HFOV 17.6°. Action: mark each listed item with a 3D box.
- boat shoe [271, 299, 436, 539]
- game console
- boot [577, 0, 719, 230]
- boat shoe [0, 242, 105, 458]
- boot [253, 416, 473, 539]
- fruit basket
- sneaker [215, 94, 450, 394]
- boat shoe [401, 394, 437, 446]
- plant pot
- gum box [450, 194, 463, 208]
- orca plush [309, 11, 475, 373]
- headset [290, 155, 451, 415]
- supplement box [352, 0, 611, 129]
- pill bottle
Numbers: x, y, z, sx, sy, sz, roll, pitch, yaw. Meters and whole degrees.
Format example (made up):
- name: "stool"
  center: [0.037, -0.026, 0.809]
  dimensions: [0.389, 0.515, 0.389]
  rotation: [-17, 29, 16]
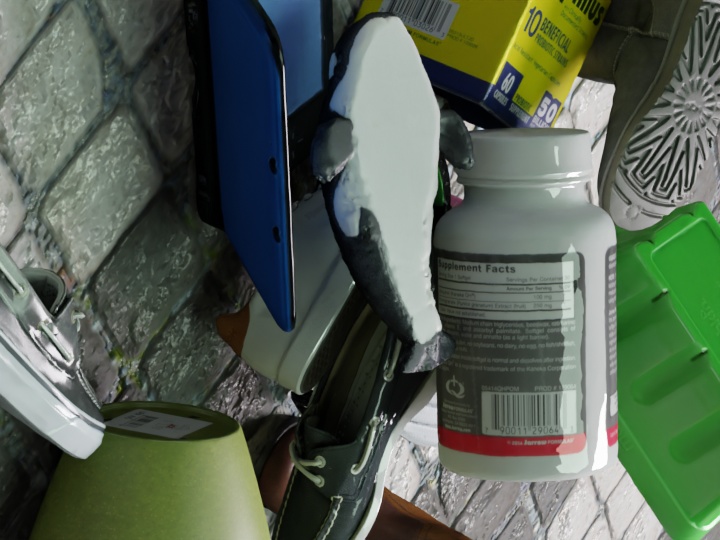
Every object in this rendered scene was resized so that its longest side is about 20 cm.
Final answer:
- name: "boat shoe"
  center: [-0.012, 0.101, 1.440]
  dimensions: [0.060, 0.075, 0.201]
  rotation: [21, 95, -42]
- name: "game console"
  center: [-0.034, -0.101, 1.292]
  dimensions: [0.171, 0.118, 0.201]
  rotation: [-40, 143, -38]
- name: "boot"
  center: [0.150, -0.130, 1.499]
  dimensions: [0.072, 0.199, 0.183]
  rotation: [29, 87, -40]
- name: "boat shoe"
  center: [-0.174, 0.032, 1.202]
  dimensions: [0.071, 0.072, 0.200]
  rotation: [-53, 148, -13]
- name: "boot"
  center: [0.034, 0.181, 1.537]
  dimensions: [0.069, 0.199, 0.189]
  rotation: [-56, 150, -15]
- name: "fruit basket"
  center: [0.187, 0.074, 1.535]
  dimensions: [0.155, 0.215, 0.217]
  rotation: [-30, 136, -46]
- name: "sneaker"
  center: [-0.020, -0.032, 1.397]
  dimensions: [0.201, 0.084, 0.073]
  rotation: [-59, 165, -11]
- name: "boat shoe"
  center: [0.057, 0.083, 1.629]
  dimensions: [0.199, 0.071, 0.072]
  rotation: [21, 99, -44]
- name: "plant pot"
  center: [-0.122, 0.183, 1.326]
  dimensions: [0.187, 0.186, 0.202]
  rotation: [-11, 109, -56]
- name: "gum box"
  center: [0.110, 0.007, 1.622]
  dimensions: [0.067, 0.113, 0.200]
  rotation: [-64, 152, 0]
- name: "orca plush"
  center: [0.012, -0.044, 1.333]
  dimensions: [0.105, 0.071, 0.201]
  rotation: [-29, 105, -29]
- name: "headset"
  center: [0.000, 0.000, 1.502]
  dimensions: [0.123, 0.093, 0.202]
  rotation: [-2, 98, -53]
- name: "supplement box"
  center: [0.093, -0.195, 1.443]
  dimensions: [0.201, 0.109, 0.109]
  rotation: [-65, 152, -1]
- name: "pill bottle"
  center: [0.098, 0.018, 1.386]
  dimensions: [0.110, 0.110, 0.202]
  rotation: [-11, 102, -56]
